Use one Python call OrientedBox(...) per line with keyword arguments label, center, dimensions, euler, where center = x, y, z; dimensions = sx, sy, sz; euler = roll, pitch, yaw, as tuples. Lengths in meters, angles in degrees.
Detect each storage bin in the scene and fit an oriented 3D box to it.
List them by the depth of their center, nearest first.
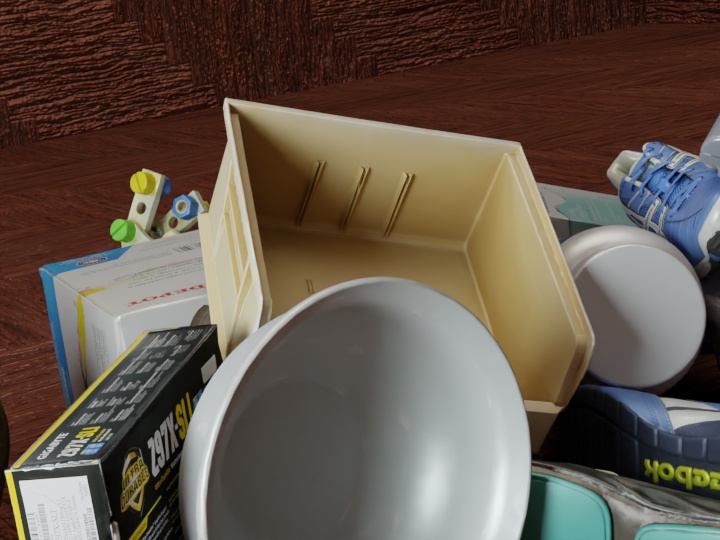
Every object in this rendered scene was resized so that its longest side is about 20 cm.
OrientedBox(label="storage bin", center=(0.014, 0.005, 0.895), dimensions=(0.199, 0.094, 0.199), euler=(7, 40, -19))

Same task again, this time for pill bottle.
OrientedBox(label="pill bottle", center=(0.169, 0.030, 1.008), dimensions=(0.119, 0.120, 0.200), euler=(-7, -2, 1))

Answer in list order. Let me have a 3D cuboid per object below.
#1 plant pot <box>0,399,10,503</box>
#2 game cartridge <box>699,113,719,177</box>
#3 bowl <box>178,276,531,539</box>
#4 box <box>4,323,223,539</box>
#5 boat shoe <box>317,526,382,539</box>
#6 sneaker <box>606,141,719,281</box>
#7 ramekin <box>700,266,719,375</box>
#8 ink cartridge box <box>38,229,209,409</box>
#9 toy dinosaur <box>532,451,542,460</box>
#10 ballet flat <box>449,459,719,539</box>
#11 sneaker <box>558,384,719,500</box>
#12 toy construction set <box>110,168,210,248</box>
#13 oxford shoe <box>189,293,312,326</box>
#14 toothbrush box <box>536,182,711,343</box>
OrientedBox(label="plant pot", center=(-0.275, 0.149, 0.782), dimensions=(0.186, 0.187, 0.200), euler=(-10, 29, -11))
OrientedBox(label="game cartridge", center=(0.336, -0.081, 0.974), dimensions=(0.199, 0.042, 0.133), euler=(18, 43, 18))
OrientedBox(label="bowl", center=(-0.017, 0.102, 0.740), dimensions=(0.201, 0.202, 0.090), euler=(-17, 13, -36))
OrientedBox(label="box", center=(-0.104, 0.132, 0.737), dimensions=(0.049, 0.160, 0.200), euler=(-7, 15, 11))
OrientedBox(label="boat shoe", center=(-0.035, 0.132, 0.883), dimensions=(0.068, 0.074, 0.199), euler=(-15, 17, -26))
OrientedBox(label="sneaker", center=(0.221, -0.046, 1.043), dimensions=(0.077, 0.076, 0.200), euler=(33, 3, -5))
OrientedBox(label="ramekin", center=(0.333, 0.046, 1.003), dimensions=(0.202, 0.095, 0.202), euler=(-7, 13, 2))
OrientedBox(label="ink cartridge box", center=(-0.122, 0.065, 1.051), dimensions=(0.147, 0.145, 0.200), euler=(-13, 15, -22))
OrientedBox(label="toy dinosaur", center=(0.068, 0.116, 0.934), dimensions=(0.101, 0.058, 0.200), euler=(-12, 15, -16))
OrientedBox(label="ballet flat", center=(0.145, 0.142, 0.792), dimensions=(0.199, 0.068, 0.068), euler=(12, 11, 26))
OrientedBox(label="sneaker", center=(0.200, 0.110, 0.869), dimensions=(0.082, 0.074, 0.200), euler=(-8, 13, -37))
OrientedBox(label="toy construction set", center=(-0.179, 0.029, 1.214), dimensions=(0.092, 0.200, 0.131), euler=(-9, 50, -49))
OrientedBox(label="oxford shoe", center=(-0.018, 0.059, 0.949), dimensions=(0.199, 0.085, 0.073), euler=(11, -1, -29))
OrientedBox(label="toothbrush box", center=(0.206, -0.010, 1.216), dimensions=(0.199, 0.086, 0.146), euler=(10, 14, -1))
